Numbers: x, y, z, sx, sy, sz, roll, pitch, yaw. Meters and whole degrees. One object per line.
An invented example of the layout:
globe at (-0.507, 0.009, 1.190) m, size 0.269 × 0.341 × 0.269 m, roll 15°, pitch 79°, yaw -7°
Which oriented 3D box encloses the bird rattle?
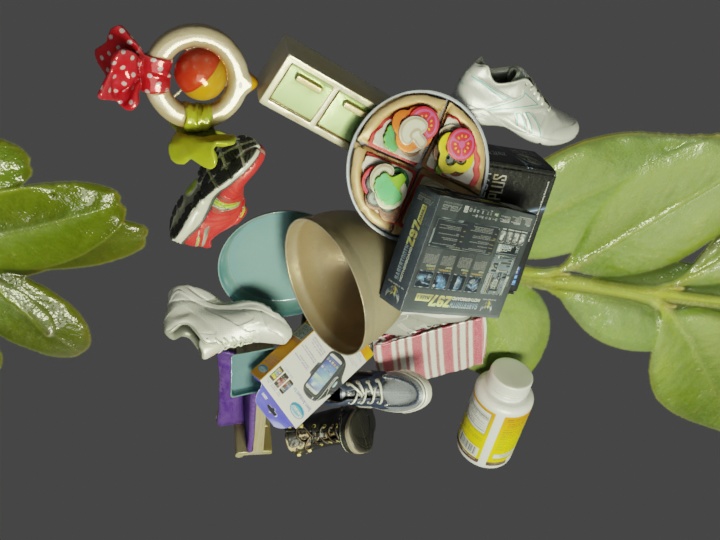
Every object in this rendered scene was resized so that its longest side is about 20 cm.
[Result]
bird rattle at (-0.222, -0.235, 1.008) m, size 0.163 × 0.113 × 0.200 m, roll -40°, pitch 113°, yaw 5°

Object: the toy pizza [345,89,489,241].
toy pizza at (0.079, -0.132, 1.056) m, size 0.198 × 0.032 × 0.203 m, roll -4°, pitch 106°, yaw -14°

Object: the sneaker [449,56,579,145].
sneaker at (0.221, -0.228, 1.102) m, size 0.198 × 0.071 × 0.081 m, roll 12°, pitch 122°, yaw -20°

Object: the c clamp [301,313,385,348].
c clamp at (-0.008, 0.107, 1.350) m, size 0.198 × 0.027 × 0.172 m, roll 6°, pitch 127°, yaw -17°

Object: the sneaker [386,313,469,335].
sneaker at (0.083, 0.064, 1.292) m, size 0.197 × 0.075 × 0.082 m, roll -1°, pitch 140°, yaw 6°

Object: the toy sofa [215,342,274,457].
toy sofa at (-0.194, 0.219, 1.364) m, size 0.096 × 0.083 × 0.202 m, roll -1°, pitch 128°, yaw -12°

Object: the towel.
towel at (0.120, 0.135, 1.385) m, size 0.198 × 0.030 × 0.147 m, roll -14°, pitch 140°, yaw -4°

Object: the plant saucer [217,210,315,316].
plant saucer at (-0.117, -0.013, 1.230) m, size 0.198 × 0.028 × 0.202 m, roll -7°, pitch 130°, yaw -8°

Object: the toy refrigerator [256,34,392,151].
toy refrigerator at (-0.031, -0.216, 1.057) m, size 0.199 × 0.070 × 0.076 m, roll 25°, pitch 120°, yaw -28°

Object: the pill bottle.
pill bottle at (0.248, 0.257, 1.473) m, size 0.108 × 0.110 × 0.201 m, roll 2°, pitch 128°, yaw -14°

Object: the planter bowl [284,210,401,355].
planter bowl at (0.000, 0.000, 1.144) m, size 0.134 × 0.200 × 0.202 m, roll -24°, pitch 136°, yaw -29°

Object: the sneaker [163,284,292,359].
sneaker at (-0.204, 0.095, 1.225) m, size 0.198 × 0.100 × 0.078 m, roll 12°, pitch 148°, yaw -1°

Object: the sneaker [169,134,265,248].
sneaker at (-0.187, -0.106, 1.121) m, size 0.084 × 0.078 × 0.200 m, roll 20°, pitch 129°, yaw -39°

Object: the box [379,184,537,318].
box at (0.133, -0.020, 1.074) m, size 0.199 × 0.051 × 0.159 m, roll 5°, pitch 109°, yaw -40°

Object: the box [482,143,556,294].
box at (0.170, -0.078, 1.180) m, size 0.162 × 0.086 × 0.202 m, roll 7°, pitch 117°, yaw -17°

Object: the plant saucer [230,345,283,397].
plant saucer at (-0.117, 0.148, 1.280) m, size 0.198 × 0.019 × 0.071 m, roll -8°, pitch 109°, yaw -34°

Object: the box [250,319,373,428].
box at (-0.082, 0.153, 1.273) m, size 0.200 × 0.041 × 0.120 m, roll -41°, pitch 124°, yaw -15°

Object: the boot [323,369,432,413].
boot at (0.015, 0.203, 1.332) m, size 0.198 × 0.074 × 0.090 m, roll -4°, pitch -178°, yaw 39°

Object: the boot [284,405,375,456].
boot at (-0.056, 0.280, 1.392) m, size 0.149 × 0.200 × 0.074 m, roll -17°, pitch 96°, yaw 9°
